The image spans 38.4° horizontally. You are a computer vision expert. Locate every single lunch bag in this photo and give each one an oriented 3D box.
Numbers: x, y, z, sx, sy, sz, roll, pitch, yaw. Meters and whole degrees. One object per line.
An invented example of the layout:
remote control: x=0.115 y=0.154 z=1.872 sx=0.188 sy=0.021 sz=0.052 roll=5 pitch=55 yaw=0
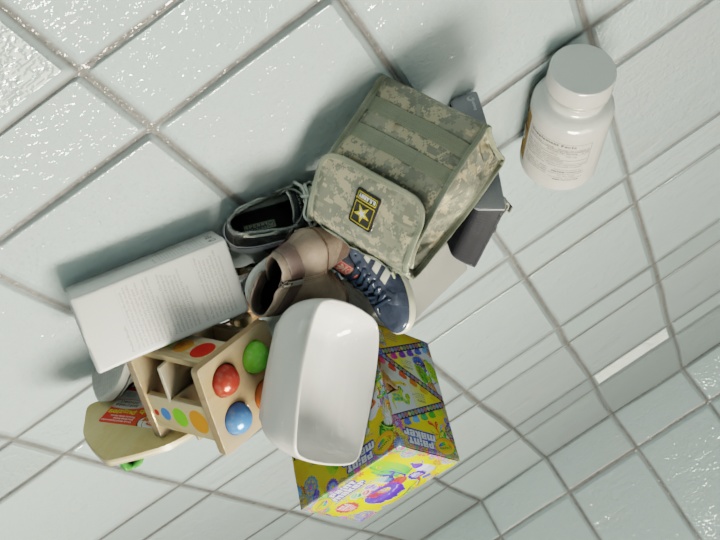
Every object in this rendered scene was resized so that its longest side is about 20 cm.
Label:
lunch bag: x=0.045 y=-0.106 z=1.233 sx=0.200 sy=0.164 sz=0.118 roll=-56 pitch=154 yaw=-5

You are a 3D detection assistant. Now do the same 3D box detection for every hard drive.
hard drive: x=0.135 y=-0.120 z=1.343 sx=0.042 sy=0.201 sz=0.135 roll=2 pitch=144 yaw=-14

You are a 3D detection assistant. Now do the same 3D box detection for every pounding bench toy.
pounding bench toy: x=-0.163 y=0.120 z=1.326 sx=0.200 sy=0.156 sz=0.125 roll=-38 pitch=123 yaw=-42

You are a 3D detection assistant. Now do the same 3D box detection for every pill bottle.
pill bottle: x=0.288 y=-0.211 z=1.428 sx=0.114 sy=0.115 sz=0.200 roll=-24 pitch=153 yaw=-14

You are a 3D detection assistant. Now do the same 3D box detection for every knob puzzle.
knob puzzle: x=-0.284 y=0.203 z=1.395 sx=0.219 sy=0.220 sz=0.031 roll=-21 pitch=119 yaw=-21

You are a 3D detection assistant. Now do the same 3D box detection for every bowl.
bowl: x=-0.056 y=0.137 z=1.290 sx=0.074 sy=0.201 sz=0.200 roll=6 pitch=170 yaw=26

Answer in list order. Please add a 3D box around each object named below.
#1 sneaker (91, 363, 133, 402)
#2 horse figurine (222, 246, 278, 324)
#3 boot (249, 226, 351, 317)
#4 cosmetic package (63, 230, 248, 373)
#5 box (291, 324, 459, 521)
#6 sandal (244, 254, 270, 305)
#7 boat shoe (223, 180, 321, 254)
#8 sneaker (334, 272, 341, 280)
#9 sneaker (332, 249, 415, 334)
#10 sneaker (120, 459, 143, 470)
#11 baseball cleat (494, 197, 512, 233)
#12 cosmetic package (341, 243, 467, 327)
sneaker: x=-0.295 y=0.106 z=1.394 sx=0.079 sy=0.079 sz=0.200 roll=3 pitch=136 yaw=-40
horse figurine: x=-0.146 y=0.022 z=1.439 sx=0.132 sy=0.050 sz=0.200 roll=-7 pitch=144 yaw=-43
boot: x=-0.080 y=0.027 z=1.310 sx=0.146 sy=0.070 sz=0.201 roll=-26 pitch=139 yaw=-44
cosmetic package: x=-0.251 y=0.036 z=1.278 sx=0.199 sy=0.071 sz=0.102 roll=-22 pitch=109 yaw=-17
box: x=0.007 y=0.215 z=1.444 sx=0.122 sy=0.193 sz=0.200 roll=22 pitch=132 yaw=-39
sandal: x=-0.104 y=0.001 z=1.368 sx=0.202 sy=0.050 sz=0.083 roll=-25 pitch=128 yaw=-59
boat shoe: x=-0.078 y=-0.080 z=1.312 sx=0.199 sy=0.074 sz=0.068 roll=-14 pitch=164 yaw=-14
sneaker: x=-0.071 y=0.079 z=1.592 sx=0.085 sy=0.077 sz=0.200 roll=-12 pitch=148 yaw=-25
sneaker: x=0.000 y=0.000 z=1.386 sx=0.084 sy=0.201 sz=0.075 roll=-15 pitch=163 yaw=-47
sneaker: x=-0.328 y=0.229 z=1.563 sx=0.078 sy=0.085 sz=0.200 roll=-12 pitch=147 yaw=-34
baseball cleat: x=0.127 y=-0.084 z=1.440 sx=0.199 sy=0.106 sz=0.070 roll=-19 pitch=137 yaw=-29
cosmetic package: x=0.054 y=0.018 z=1.501 sx=0.200 sy=0.090 sz=0.107 roll=-45 pitch=148 yaw=-13
